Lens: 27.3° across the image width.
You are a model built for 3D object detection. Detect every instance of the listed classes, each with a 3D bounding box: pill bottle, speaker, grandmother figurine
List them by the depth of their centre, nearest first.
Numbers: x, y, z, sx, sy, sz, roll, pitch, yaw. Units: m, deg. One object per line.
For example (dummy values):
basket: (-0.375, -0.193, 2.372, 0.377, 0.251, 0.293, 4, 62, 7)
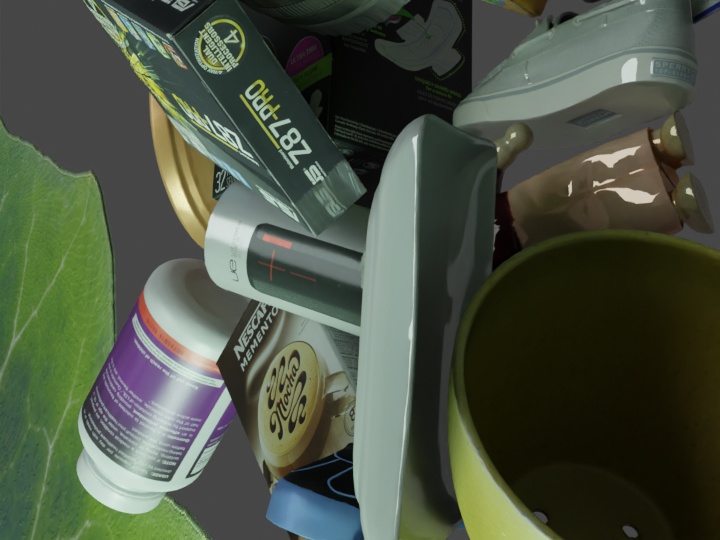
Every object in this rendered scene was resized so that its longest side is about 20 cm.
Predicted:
grandmother figurine: (0.091, -0.019, 0.823, 0.199, 0.061, 0.122, -17, 62, 21)
speaker: (0.000, 0.000, 0.936, 0.200, 0.081, 0.081, 18, 95, 30)
pill bottle: (-0.153, 0.096, 1.180, 0.200, 0.112, 0.113, -58, 37, 26)

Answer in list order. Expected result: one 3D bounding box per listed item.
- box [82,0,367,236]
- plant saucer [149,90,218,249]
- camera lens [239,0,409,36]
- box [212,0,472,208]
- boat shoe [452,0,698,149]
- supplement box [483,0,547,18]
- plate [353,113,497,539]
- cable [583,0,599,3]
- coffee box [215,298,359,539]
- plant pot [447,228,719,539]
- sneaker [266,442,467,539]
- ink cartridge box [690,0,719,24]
box: (-0.095, -0.120, 0.905, 0.049, 0.161, 0.200, -43, 37, -8)
plant saucer: (-0.095, -0.110, 1.120, 0.037, 0.200, 0.201, -6, 70, 21)
camera lens: (-0.055, -0.244, 0.874, 0.160, 0.200, 0.161, -15, 64, 34)
box: (-0.012, -0.147, 1.042, 0.148, 0.124, 0.201, -21, 60, 51)
boat shoe: (0.120, -0.117, 0.863, 0.200, 0.072, 0.069, 163, 117, -66)
supplement box: (0.106, -0.256, 0.866, 0.066, 0.069, 0.201, 26, 98, 35)
plate: (0.031, 0.032, 0.707, 0.032, 0.200, 0.201, 4, 92, 14)
cable: (0.167, -0.199, 0.791, 0.200, 0.050, 0.097, 5, 85, 60)
coffee box: (-0.017, 0.091, 1.001, 0.113, 0.080, 0.200, -60, 36, 25)
plant pot: (0.125, 0.102, 0.705, 0.142, 0.199, 0.200, 106, 156, -48)
sneaker: (0.025, 0.105, 0.826, 0.070, 0.200, 0.078, 17, 98, 35)
ink cartridge box: (0.216, -0.237, 0.807, 0.095, 0.037, 0.201, -28, 54, 51)
